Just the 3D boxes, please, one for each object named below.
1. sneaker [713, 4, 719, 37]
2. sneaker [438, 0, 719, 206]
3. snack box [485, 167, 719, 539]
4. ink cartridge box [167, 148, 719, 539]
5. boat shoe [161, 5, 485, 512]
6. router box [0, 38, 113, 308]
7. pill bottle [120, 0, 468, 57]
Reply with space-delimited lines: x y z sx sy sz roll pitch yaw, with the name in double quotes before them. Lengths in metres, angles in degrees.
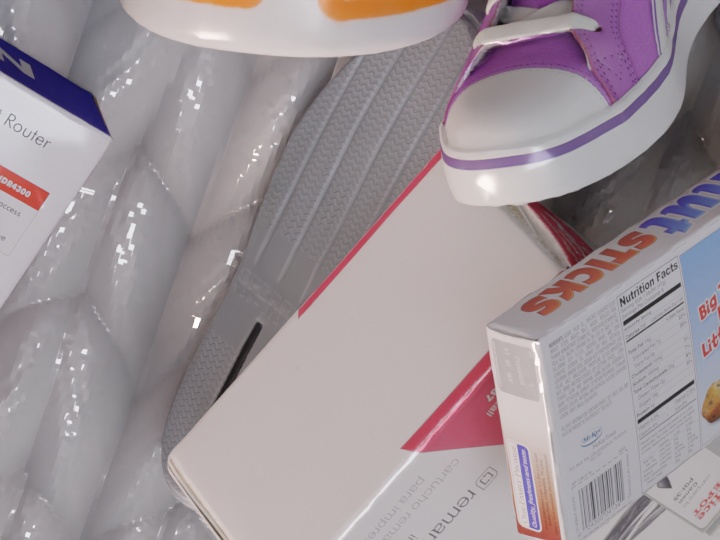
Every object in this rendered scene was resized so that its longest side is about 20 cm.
"sneaker" 0.228 -0.069 0.972 0.200 0.075 0.115 35 102 -20
"sneaker" 0.062 -0.109 0.868 0.072 0.201 0.115 -6 122 29
"snack box" 0.115 0.008 0.872 0.200 0.024 0.072 -32 122 -38
"ink cartridge box" 0.057 0.068 0.941 0.147 0.083 0.200 -49 137 8
"boat shoe" 0.000 0.000 0.957 0.062 0.072 0.200 16 112 -44
"router box" -0.211 -0.025 0.897 0.200 0.049 0.180 32 101 -22
"pill bottle" -0.019 -0.176 0.850 0.114 0.114 0.201 -3 112 -13
